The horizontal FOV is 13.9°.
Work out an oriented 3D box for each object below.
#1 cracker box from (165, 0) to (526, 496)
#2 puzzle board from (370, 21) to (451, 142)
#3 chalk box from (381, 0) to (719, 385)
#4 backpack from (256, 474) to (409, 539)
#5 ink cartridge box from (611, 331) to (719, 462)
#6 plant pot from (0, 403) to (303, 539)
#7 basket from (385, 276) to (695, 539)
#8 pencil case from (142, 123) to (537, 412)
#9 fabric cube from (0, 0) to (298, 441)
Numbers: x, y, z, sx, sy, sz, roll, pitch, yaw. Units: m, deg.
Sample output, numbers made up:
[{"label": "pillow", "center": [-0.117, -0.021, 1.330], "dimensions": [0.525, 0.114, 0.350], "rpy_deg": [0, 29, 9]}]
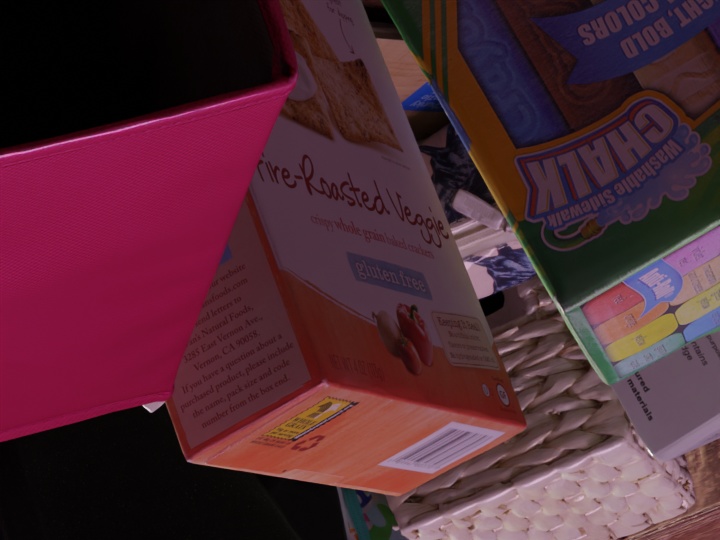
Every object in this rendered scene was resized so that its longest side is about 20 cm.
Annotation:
[{"label": "cracker box", "center": [-0.031, -0.034, 0.936], "dimensions": [0.058, 0.201, 0.134], "rpy_deg": [-30, 159, 22]}, {"label": "puzzle board", "center": [-0.018, -0.056, 1.173], "dimensions": [0.199, 0.017, 0.151], "rpy_deg": [-1, 152, -46]}, {"label": "chalk box", "center": [0.103, -0.045, 1.026], "dimensions": [0.123, 0.201, 0.124], "rpy_deg": [-29, 160, 3]}, {"label": "backpack", "center": [-0.016, 0.190, 1.596], "dimensions": [0.150, 0.178, 0.200], "rpy_deg": [-13, 164, -7]}, {"label": "ink cartridge box", "center": [0.203, -0.017, 1.170], "dimensions": [0.200, 0.084, 0.145], "rpy_deg": [-36, 168, 36]}, {"label": "plant pot", "center": [-0.141, 0.158, 1.376], "dimensions": [0.199, 0.178, 0.199], "rpy_deg": [3, 150, -48]}, {"label": "basket", "center": [0.077, 0.066, 1.434], "dimensions": [0.135, 0.124, 0.200], "rpy_deg": [-23, 162, 10]}, {"label": "pencil case", "center": [0.000, 0.000, 1.194], "dimensions": [0.199, 0.078, 0.089], "rpy_deg": [-26, 179, 13]}, {"label": "fabric cube", "center": [-0.151, -0.065, 0.741], "dimensions": [0.199, 0.197, 0.199], "rpy_deg": [-15, 162, -18]}]
